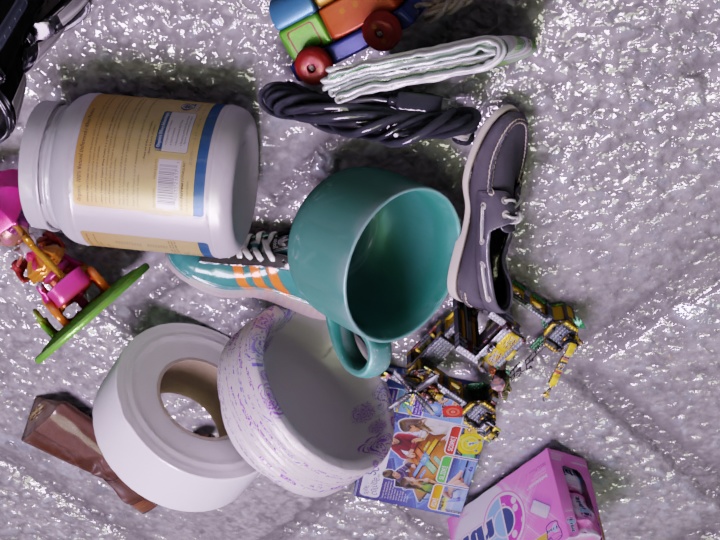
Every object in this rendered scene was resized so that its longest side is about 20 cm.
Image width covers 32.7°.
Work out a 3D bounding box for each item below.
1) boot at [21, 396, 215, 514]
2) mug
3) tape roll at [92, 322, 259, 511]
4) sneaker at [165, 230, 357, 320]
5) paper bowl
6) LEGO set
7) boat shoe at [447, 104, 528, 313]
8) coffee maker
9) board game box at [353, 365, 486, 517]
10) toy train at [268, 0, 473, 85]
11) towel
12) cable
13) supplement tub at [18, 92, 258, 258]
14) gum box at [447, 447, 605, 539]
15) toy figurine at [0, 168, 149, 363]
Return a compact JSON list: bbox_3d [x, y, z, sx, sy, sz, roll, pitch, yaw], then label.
[{"bbox_3d":[-0.300,0.203,1.494,0.200,0.064,0.186,39,124,-16],"label":"boot"},{"bbox_3d":[-0.003,-0.009,1.175,0.114,0.185,0.152,26,172,43],"label":"mug"},{"bbox_3d":[-0.184,0.158,1.335,0.202,0.203,0.071,28,129,-14],"label":"tape roll"},{"bbox_3d":[-0.097,-0.013,1.262,0.199,0.072,0.080,14,131,-12],"label":"sneaker"},{"bbox_3d":[-0.066,0.142,1.299,0.200,0.201,0.104,38,126,-21],"label":"paper bowl"},{"bbox_3d":[0.132,0.100,1.262,0.200,0.116,0.154,-40,111,22],"label":"LEGO set"},{"bbox_3d":[0.134,-0.053,1.149,0.063,0.072,0.201,31,121,39],"label":"boat shoe"},{"bbox_3d":[-0.339,-0.225,1.031,0.135,0.200,0.192,-33,118,31],"label":"coffee maker"},{"bbox_3d":[0.072,0.202,1.436,0.135,0.035,0.201,12,131,0],"label":"board game box"},{"bbox_3d":[0.009,-0.249,1.035,0.199,0.085,0.116,-22,110,27],"label":"toy train"},{"bbox_3d":[0.065,-0.167,1.019,0.149,0.200,0.031,-8,97,17],"label":"towel"},{"bbox_3d":[0.005,-0.133,1.082,0.199,0.163,0.051,8,104,4],"label":"cable"},{"bbox_3d":[-0.205,-0.091,1.159,0.199,0.145,0.145,6,131,5],"label":"supplement tub"},{"bbox_3d":[0.195,0.305,1.442,0.066,0.114,0.200,19,134,-31],"label":"gum box"},{"bbox_3d":[-0.335,-0.022,1.270,0.150,0.200,0.184,-42,97,-10],"label":"toy figurine"}]
